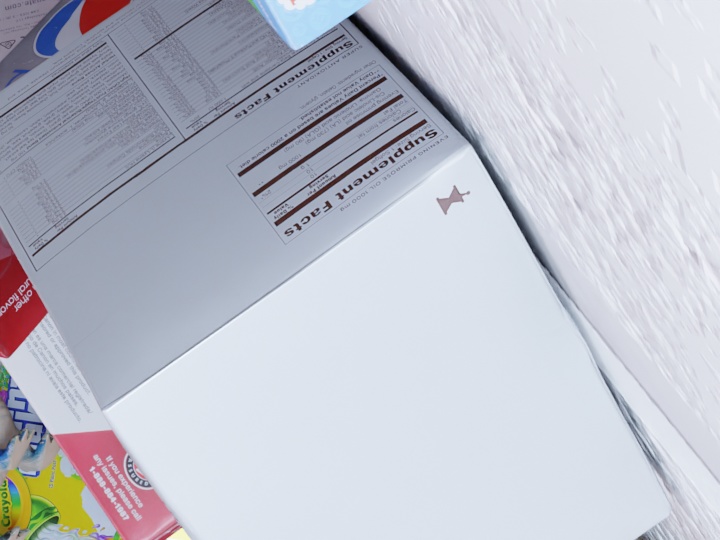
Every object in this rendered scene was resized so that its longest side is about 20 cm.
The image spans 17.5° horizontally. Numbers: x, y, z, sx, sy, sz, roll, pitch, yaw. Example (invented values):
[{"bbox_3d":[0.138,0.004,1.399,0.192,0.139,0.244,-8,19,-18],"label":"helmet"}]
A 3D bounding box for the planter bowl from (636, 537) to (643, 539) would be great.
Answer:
[{"bbox_3d":[0.074,0.185,0.992,0.201,0.198,0.136,60,-160,-54],"label":"planter bowl"}]

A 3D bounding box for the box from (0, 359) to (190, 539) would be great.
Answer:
[{"bbox_3d":[-0.110,0.064,1.342,0.122,0.191,0.202,-149,68,-85],"label":"box"}]

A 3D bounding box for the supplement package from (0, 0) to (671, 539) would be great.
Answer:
[{"bbox_3d":[-0.021,0.018,0.853,0.192,0.147,0.200,58,176,-37],"label":"supplement package"}]

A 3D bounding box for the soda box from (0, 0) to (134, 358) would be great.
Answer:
[{"bbox_3d":[-0.118,-0.058,0.963,0.070,0.200,0.064,7,139,47],"label":"soda box"}]

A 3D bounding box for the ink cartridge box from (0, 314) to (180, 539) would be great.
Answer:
[{"bbox_3d":[-0.074,0.032,1.233,0.145,0.199,0.084,54,180,5],"label":"ink cartridge box"}]

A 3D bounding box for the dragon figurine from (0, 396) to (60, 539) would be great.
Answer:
[{"bbox_3d":[-0.225,0.110,1.255,0.099,0.202,0.059,23,-171,24],"label":"dragon figurine"}]

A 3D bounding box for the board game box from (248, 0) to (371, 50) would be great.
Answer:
[{"bbox_3d":[-0.078,-0.175,0.735,0.200,0.036,0.152,52,175,48],"label":"board game box"}]

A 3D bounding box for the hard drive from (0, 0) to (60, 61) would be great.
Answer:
[{"bbox_3d":[-0.146,-0.095,1.102,0.201,0.139,0.038,92,160,-57],"label":"hard drive"}]
